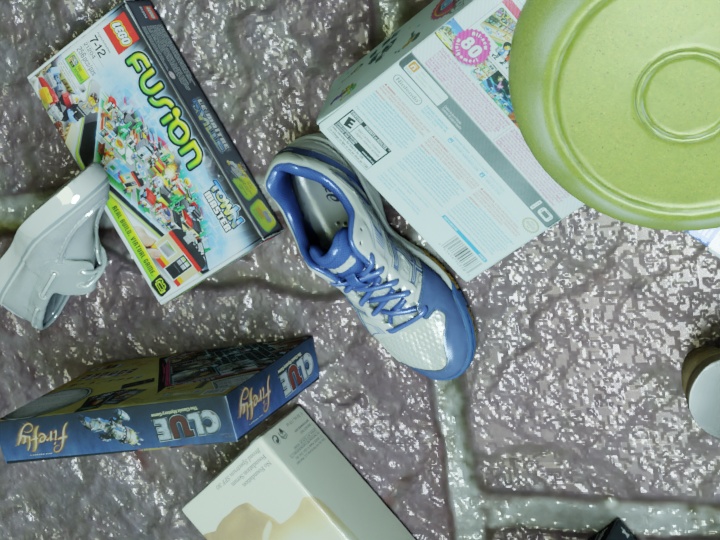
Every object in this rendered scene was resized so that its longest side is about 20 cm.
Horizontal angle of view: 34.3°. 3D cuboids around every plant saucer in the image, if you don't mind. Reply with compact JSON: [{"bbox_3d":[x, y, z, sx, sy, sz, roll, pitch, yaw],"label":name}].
[{"bbox_3d":[0.180,-0.101,0.644,0.200,0.031,0.200,7,124,10],"label":"plant saucer"}]

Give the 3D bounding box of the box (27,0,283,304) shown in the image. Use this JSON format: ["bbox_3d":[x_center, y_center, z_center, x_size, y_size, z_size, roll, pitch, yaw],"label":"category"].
[{"bbox_3d":[-0.154,-0.087,0.872,0.110,0.035,0.200,-30,91,27],"label":"box"}]

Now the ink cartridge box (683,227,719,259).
[{"bbox_3d":[0.298,-0.024,0.693,0.200,0.042,0.119,35,113,8],"label":"ink cartridge box"}]

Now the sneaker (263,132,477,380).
[{"bbox_3d":[0.000,0.000,0.801,0.075,0.088,0.200,-38,89,25],"label":"sneaker"}]

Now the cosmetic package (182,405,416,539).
[{"bbox_3d":[-0.026,0.215,0.878,0.200,0.071,0.105,47,116,5],"label":"cosmetic package"}]

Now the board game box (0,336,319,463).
[{"bbox_3d":[-0.147,0.095,0.862,0.200,0.135,0.035,-9,101,26],"label":"board game box"}]

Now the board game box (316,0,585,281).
[{"bbox_3d":[0.096,-0.107,0.718,0.200,0.064,0.148,-34,112,29],"label":"board game box"}]

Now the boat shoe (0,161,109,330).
[{"bbox_3d":[-0.226,-0.010,0.884,0.069,0.072,0.200,44,134,-6],"label":"boat shoe"}]

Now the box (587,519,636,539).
[{"bbox_3d":[0.120,0.264,0.756,0.079,0.200,0.141,47,117,7],"label":"box"}]

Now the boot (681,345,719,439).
[{"bbox_3d":[0.293,0.092,0.718,0.200,0.075,0.074,23,102,1],"label":"boot"}]
